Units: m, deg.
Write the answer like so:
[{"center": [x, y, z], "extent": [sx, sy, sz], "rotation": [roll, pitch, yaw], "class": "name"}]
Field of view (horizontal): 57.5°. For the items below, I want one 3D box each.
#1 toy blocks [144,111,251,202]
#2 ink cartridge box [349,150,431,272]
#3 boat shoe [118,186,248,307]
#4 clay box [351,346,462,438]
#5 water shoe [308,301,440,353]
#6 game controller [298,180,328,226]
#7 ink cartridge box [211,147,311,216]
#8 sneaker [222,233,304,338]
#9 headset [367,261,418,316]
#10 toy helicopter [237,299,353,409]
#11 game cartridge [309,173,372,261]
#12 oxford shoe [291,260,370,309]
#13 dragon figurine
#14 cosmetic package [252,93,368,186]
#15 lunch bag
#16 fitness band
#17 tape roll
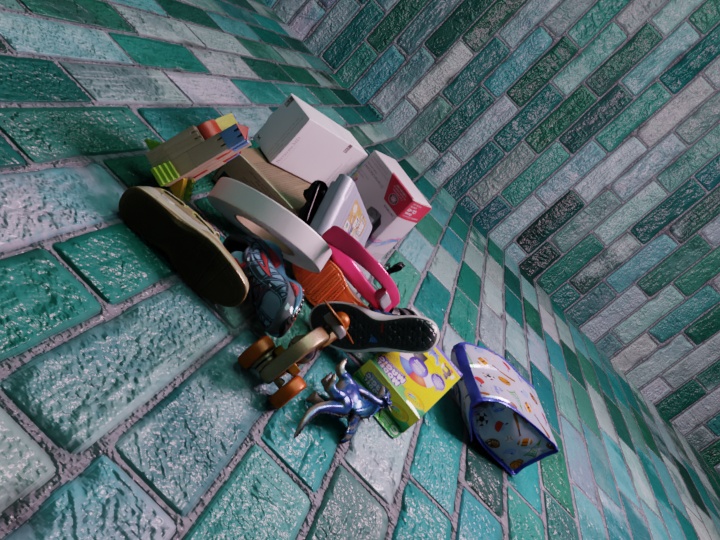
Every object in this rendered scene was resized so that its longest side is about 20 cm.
[{"center": [-0.221, -0.176, 0.945], "extent": [0.100, 0.136, 0.200], "rotation": [60, 0, -8], "class": "toy blocks"}, {"center": [0.019, -0.115, 1.310], "extent": [0.148, 0.200, 0.086], "rotation": [54, 21, 24], "class": "ink cartridge box"}, {"center": [-0.214, -0.038, 0.841], "extent": [0.200, 0.074, 0.066], "rotation": [45, 24, -2], "class": "boat shoe"}, {"center": [0.073, 0.168, 1.021], "extent": [0.115, 0.048, 0.200], "rotation": [49, 31, 9], "class": "clay box"}, {"center": [0.021, 0.094, 0.994], "extent": [0.199, 0.072, 0.079], "rotation": [10, -7, 12], "class": "water shoe"}, {"center": [-0.064, -0.074, 1.144], "extent": [0.200, 0.042, 0.105], "rotation": [58, 38, -67], "class": "game controller"}, {"center": [-0.153, -0.143, 1.192], "extent": [0.165, 0.075, 0.200], "rotation": [45, 19, 2], "class": "ink cartridge box"}, {"center": [-0.147, 0.017, 0.894], "extent": [0.095, 0.079, 0.200], "rotation": [25, 18, -35], "class": "sneaker"}, {"center": [0.063, 0.081, 1.166], "extent": [0.123, 0.094, 0.200], "rotation": [29, 36, -42], "class": "headset"}, {"center": [-0.056, 0.087, 0.833], "extent": [0.079, 0.132, 0.200], "rotation": [50, 17, 6], "class": "toy helicopter"}, {"center": [-0.033, -0.063, 1.143], "extent": [0.041, 0.133, 0.200], "rotation": [15, -18, 18], "class": "game cartridge"}, {"center": [-0.040, 0.049, 1.080], "extent": [0.200, 0.071, 0.073], "rotation": [50, -6, 10], "class": "oxford shoe"}, {"center": [-0.014, 0.179, 0.846], "extent": [0.099, 0.059, 0.200], "rotation": [46, 17, 0], "class": "dragon figurine"}, {"center": [-0.090, -0.233, 1.229], "extent": [0.200, 0.113, 0.081], "rotation": [15, 35, -56], "class": "cosmetic package"}, {"center": [0.240, 0.239, 1.181], "extent": [0.200, 0.124, 0.170], "rotation": [46, 17, -27], "class": "lunch bag"}, {"center": [0.000, 0.000, 1.018], "extent": [0.144, 0.037, 0.200], "rotation": [46, -8, 16], "class": "fitness band"}, {"center": [-0.135, -0.066, 0.979], "extent": [0.203, 0.037, 0.203], "rotation": [32, -10, 6], "class": "tape roll"}]
